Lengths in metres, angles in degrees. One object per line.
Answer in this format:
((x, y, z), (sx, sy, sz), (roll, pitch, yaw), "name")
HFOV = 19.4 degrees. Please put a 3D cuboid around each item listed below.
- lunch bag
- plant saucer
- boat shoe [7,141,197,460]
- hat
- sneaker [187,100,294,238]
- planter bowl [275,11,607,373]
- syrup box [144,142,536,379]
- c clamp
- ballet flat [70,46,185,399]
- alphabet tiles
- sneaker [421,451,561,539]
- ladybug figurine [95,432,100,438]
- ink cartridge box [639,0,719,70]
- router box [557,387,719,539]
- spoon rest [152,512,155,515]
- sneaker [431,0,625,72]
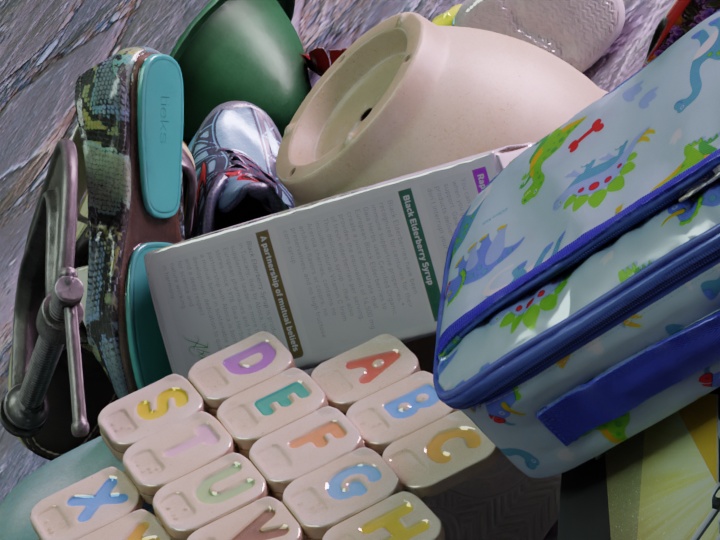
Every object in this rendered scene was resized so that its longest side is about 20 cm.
((0.122, -0.012, 0.870), (0.199, 0.082, 0.161), (-33, 27, 32), "lunch bag")
((-0.118, 0.105, 1.070), (0.200, 0.039, 0.201), (-25, -7, -3), "plant saucer")
((-0.146, 0.018, 1.185), (0.065, 0.073, 0.202), (-137, 65, -71), "boat shoe")
((-0.045, -0.114, 1.583), (0.166, 0.176, 0.200), (-53, -16, -2), "hat")
((-0.061, -0.028, 1.210), (0.096, 0.079, 0.201), (119, 156, -48), "sneaker")
((0.039, -0.057, 1.171), (0.200, 0.135, 0.201), (-41, 25, 23), "planter bowl")
((0.000, 0.000, 1.065), (0.198, 0.082, 0.079), (-14, 3, 20), "syrup box")
((-0.165, 0.026, 1.087), (0.200, 0.027, 0.173), (130, 141, -65), "c clamp")
((-0.126, -0.017, 1.122), (0.074, 0.074, 0.202), (-13, 73, 56), "ballet flat")
((-0.045, 0.092, 0.940), (0.194, 0.015, 0.200), (-24, 33, -15), "alphabet tiles")
((0.057, 0.087, 0.994), (0.200, 0.075, 0.085), (-41, 26, -1), "sneaker")
((-0.110, 0.107, 1.232), (0.199, 0.072, 0.137), (-1, 63, 42), "ladybug figurine")
((0.178, -0.117, 0.990), (0.109, 0.050, 0.200), (-54, -7, -8), "ink cartridge box")
((0.148, 0.101, 0.818), (0.157, 0.052, 0.201), (-37, 26, 31), "router box")
((-0.052, 0.131, 1.056), (0.200, 0.098, 0.061), (133, 154, -67), "spoon rest")
((0.073, -0.135, 1.306), (0.199, 0.076, 0.105), (-23, 10, 18), "sneaker")
